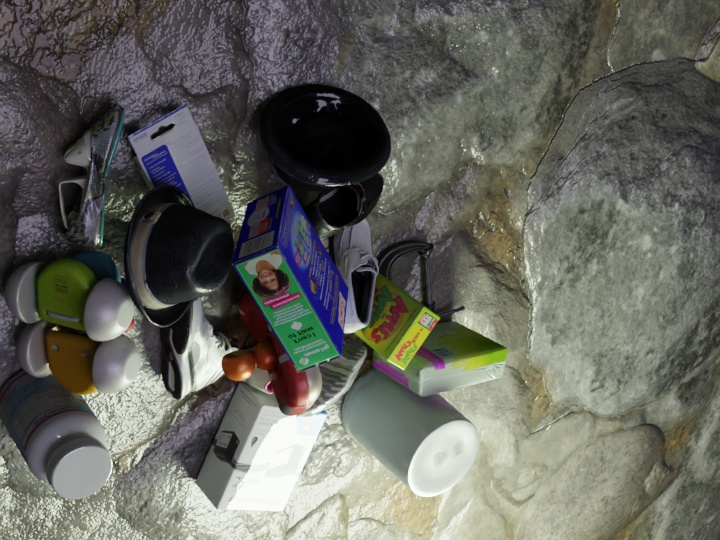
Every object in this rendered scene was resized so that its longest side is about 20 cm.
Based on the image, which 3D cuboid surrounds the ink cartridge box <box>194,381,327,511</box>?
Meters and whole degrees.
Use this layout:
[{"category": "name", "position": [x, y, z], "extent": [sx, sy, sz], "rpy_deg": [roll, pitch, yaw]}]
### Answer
[{"category": "ink cartridge box", "position": [-0.166, 0.299, 1.687], "extent": [0.145, 0.084, 0.200], "rpy_deg": [14, 105, -42]}]

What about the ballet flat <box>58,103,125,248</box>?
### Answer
[{"category": "ballet flat", "position": [-0.357, -0.125, 1.317], "extent": [0.072, 0.072, 0.201], "rpy_deg": [1, 113, -38]}]

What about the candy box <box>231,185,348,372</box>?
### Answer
[{"category": "candy box", "position": [-0.093, 0.011, 1.416], "extent": [0.077, 0.169, 0.200], "rpy_deg": [-21, 119, 16]}]

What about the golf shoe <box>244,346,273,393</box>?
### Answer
[{"category": "golf shoe", "position": [-0.102, 0.142, 1.644], "extent": [0.200, 0.091, 0.075], "rpy_deg": [-28, 127, -24]}]

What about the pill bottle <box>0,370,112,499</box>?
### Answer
[{"category": "pill bottle", "position": [-0.414, 0.221, 1.373], "extent": [0.109, 0.200, 0.109], "rpy_deg": [-18, 125, -28]}]

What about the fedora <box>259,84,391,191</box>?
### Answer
[{"category": "fedora", "position": [-0.059, -0.180, 1.477], "extent": [0.200, 0.201, 0.092], "rpy_deg": [-17, 157, -30]}]

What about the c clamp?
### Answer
[{"category": "c clamp", "position": [0.099, 0.025, 1.780], "extent": [0.171, 0.027, 0.200], "rpy_deg": [-26, 129, -17]}]

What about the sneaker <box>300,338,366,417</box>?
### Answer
[{"category": "sneaker", "position": [-0.050, 0.197, 1.687], "extent": [0.200, 0.075, 0.082], "rpy_deg": [-38, 146, -50]}]

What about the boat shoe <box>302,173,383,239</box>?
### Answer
[{"category": "boat shoe", "position": [-0.019, -0.105, 1.543], "extent": [0.201, 0.063, 0.074], "rpy_deg": [-37, 96, -46]}]

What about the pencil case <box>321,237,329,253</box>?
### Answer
[{"category": "pencil case", "position": [-0.091, 0.018, 1.590], "extent": [0.089, 0.078, 0.200], "rpy_deg": [-15, 123, -24]}]

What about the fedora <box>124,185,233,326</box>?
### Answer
[{"category": "fedora", "position": [-0.227, -0.020, 1.332], "extent": [0.201, 0.091, 0.201], "rpy_deg": [-1, 90, -71]}]

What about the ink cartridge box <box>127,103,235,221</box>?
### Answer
[{"category": "ink cartridge box", "position": [-0.252, -0.133, 1.410], "extent": [0.095, 0.037, 0.200], "rpy_deg": [-33, 133, -17]}]

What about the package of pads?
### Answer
[{"category": "package of pads", "position": [0.137, 0.153, 1.789], "extent": [0.200, 0.154, 0.068], "rpy_deg": [-8, 112, -34]}]

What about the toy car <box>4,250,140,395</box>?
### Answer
[{"category": "toy car", "position": [-0.370, 0.062, 1.366], "extent": [0.150, 0.175, 0.200], "rpy_deg": [-51, 146, -54]}]

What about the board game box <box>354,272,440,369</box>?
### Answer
[{"category": "board game box", "position": [0.028, 0.064, 1.622], "extent": [0.048, 0.200, 0.102], "rpy_deg": [34, 92, -43]}]

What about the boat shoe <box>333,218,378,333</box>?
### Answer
[{"category": "boat shoe", "position": [0.000, 0.000, 1.598], "extent": [0.073, 0.065, 0.200], "rpy_deg": [14, 71, -40]}]

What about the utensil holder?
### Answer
[{"category": "utensil holder", "position": [0.088, 0.283, 1.793], "extent": [0.170, 0.200, 0.170], "rpy_deg": [-18, 124, -28]}]

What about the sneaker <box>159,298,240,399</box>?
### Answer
[{"category": "sneaker", "position": [-0.241, 0.096, 1.536], "extent": [0.115, 0.076, 0.201], "rpy_deg": [-20, 133, -38]}]

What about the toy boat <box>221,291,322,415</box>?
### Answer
[{"category": "toy boat", "position": [-0.147, 0.128, 1.517], "extent": [0.131, 0.200, 0.131], "rpy_deg": [-14, 161, -19]}]
